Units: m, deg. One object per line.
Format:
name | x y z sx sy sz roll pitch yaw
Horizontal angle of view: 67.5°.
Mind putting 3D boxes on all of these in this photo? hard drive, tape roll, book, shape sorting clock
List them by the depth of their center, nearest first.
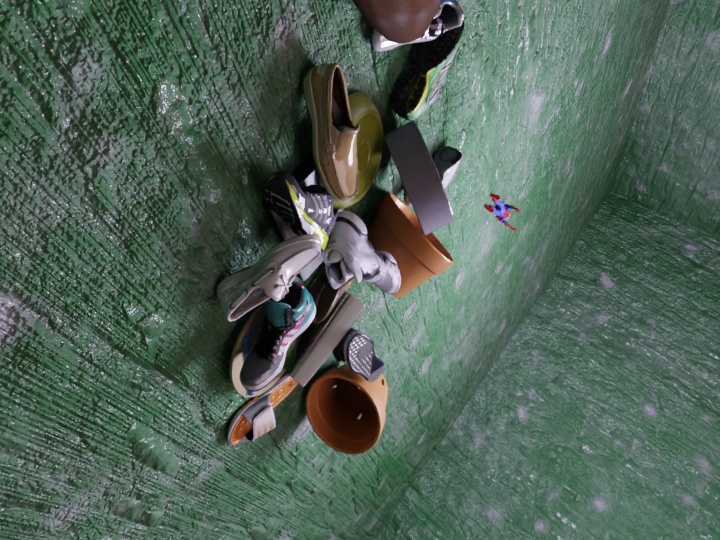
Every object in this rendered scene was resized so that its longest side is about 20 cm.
hard drive | -0.089 -0.092 0.956 0.140 0.032 0.203 -48 151 -20
tape roll | 0.111 -0.175 1.026 0.064 0.206 0.201 -23 151 7
shape sorting clock | -0.177 0.144 1.030 0.198 0.038 0.206 -38 140 -39
book | -0.078 0.141 1.125 0.202 0.048 0.133 -54 -170 -12

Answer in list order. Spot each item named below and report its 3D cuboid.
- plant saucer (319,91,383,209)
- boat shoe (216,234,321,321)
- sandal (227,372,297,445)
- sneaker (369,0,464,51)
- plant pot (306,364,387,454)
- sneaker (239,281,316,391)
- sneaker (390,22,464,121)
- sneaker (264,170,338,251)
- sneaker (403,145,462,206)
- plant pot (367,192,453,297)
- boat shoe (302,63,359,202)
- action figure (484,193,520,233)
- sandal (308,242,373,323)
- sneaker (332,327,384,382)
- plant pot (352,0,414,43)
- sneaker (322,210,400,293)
plant saucer | -0.006 -0.203 0.947 0.201 0.030 0.206 -49 149 -42
boat shoe | -0.138 0.017 0.854 0.196 0.071 0.071 -32 151 13
sandal | -0.190 0.293 1.132 0.205 0.058 0.081 -40 147 -32
sneaker | 0.096 -0.415 0.901 0.197 0.072 0.074 -33 144 -27
plant pot | -0.018 0.312 1.305 0.140 0.194 0.206 -41 152 -60
sneaker | -0.147 0.097 0.919 0.203 0.081 0.123 -57 155 -29
sneaker | 0.128 -0.378 1.010 0.203 0.077 0.085 -57 160 15
sneaker | -0.088 -0.107 0.849 0.083 0.072 0.201 -59 160 -11
sneaker | 0.167 -0.200 1.238 0.199 0.074 0.089 -41 153 -29
plant pot | 0.084 -0.042 1.146 0.140 0.202 0.198 -44 155 14
boat shoe | -0.033 -0.204 0.813 0.071 0.074 0.207 -34 117 -40
action figure | 0.470 -0.182 1.729 0.067 0.098 0.198 -60 155 9
sandal | -0.046 0.019 1.092 0.203 0.079 0.054 -56 161 -2
sneaker | -0.031 0.155 1.173 0.077 0.145 0.204 -43 149 -11
plant pot | 0.052 -0.419 0.750 0.190 0.184 0.200 -56 167 -2
sneaker | 0.000 0.000 0.985 0.201 0.073 0.117 50 44 -31
